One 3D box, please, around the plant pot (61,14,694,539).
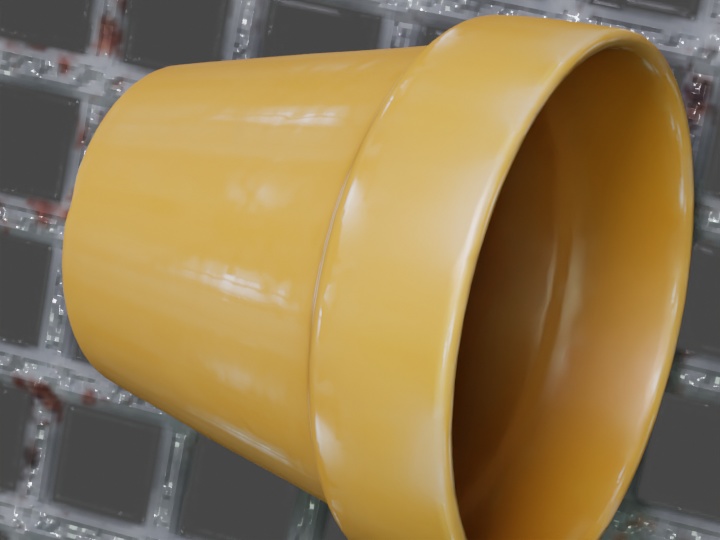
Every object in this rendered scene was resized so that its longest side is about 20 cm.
[{"bbox_3d":[0.000,0.000,0.773,0.182,0.200,0.202,13,101,29],"label":"plant pot"}]
